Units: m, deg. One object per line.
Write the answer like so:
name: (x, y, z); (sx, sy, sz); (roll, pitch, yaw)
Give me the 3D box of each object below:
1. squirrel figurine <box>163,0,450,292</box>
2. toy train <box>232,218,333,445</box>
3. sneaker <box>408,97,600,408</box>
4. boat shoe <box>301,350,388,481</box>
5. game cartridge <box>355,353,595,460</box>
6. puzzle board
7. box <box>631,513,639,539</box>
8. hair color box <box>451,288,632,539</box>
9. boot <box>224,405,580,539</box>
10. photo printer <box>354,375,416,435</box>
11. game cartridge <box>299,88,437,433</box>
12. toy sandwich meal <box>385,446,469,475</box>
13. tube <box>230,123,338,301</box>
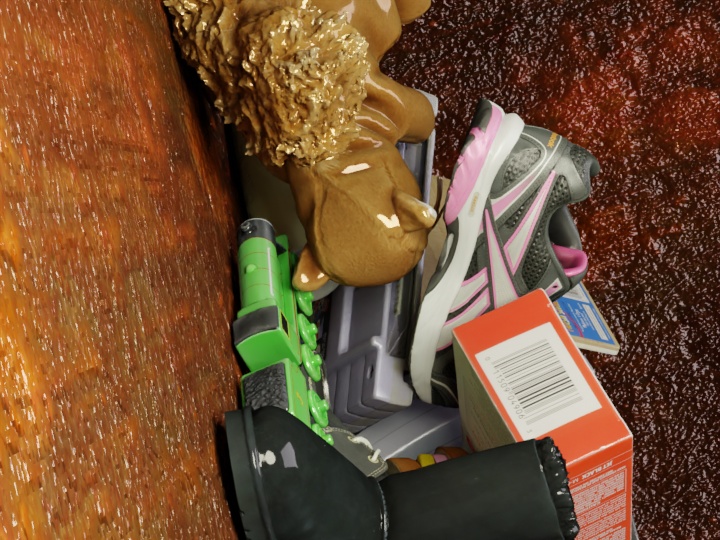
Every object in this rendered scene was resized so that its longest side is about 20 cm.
squirrel figurine: (-0.029, -0.084, 1.389); (0.200, 0.141, 0.187); (35, 36, -60)
toy train: (-0.048, 0.039, 1.358); (0.200, 0.042, 0.056); (-100, 163, -54)
sneaker: (0.084, 0.004, 1.406); (0.080, 0.086, 0.200); (-66, 170, -50)
boat shoe: (-0.011, 0.127, 1.412); (0.072, 0.067, 0.200); (70, 6, -50)
game cartridge: (0.062, 0.129, 1.540); (0.042, 0.200, 0.133); (50, -18, 50)
puzzle board: (0.071, -0.009, 1.594); (0.200, 0.150, 0.017); (-114, -138, -57)
box: (0.092, 0.239, 1.557); (0.050, 0.199, 0.158); (71, 5, -45)
hair color box: (0.107, 0.114, 1.418); (0.200, 0.064, 0.111); (83, -20, -57)
boot: (0.026, 0.118, 1.244); (0.198, 0.162, 0.074); (71, 8, -53)
photo printer: (0.058, 0.078, 1.646); (0.167, 0.069, 0.200); (-60, 172, 23)
game cartridge: (0.000, 0.000, 1.517); (0.130, 0.038, 0.201); (-28, -128, 57)
toy sandwich meal: (0.033, 0.209, 1.438); (0.205, 0.070, 0.206); (-170, -90, -70)
tube: (-0.056, -0.067, 1.550); (0.058, 0.052, 0.200); (-55, -143, 33)
